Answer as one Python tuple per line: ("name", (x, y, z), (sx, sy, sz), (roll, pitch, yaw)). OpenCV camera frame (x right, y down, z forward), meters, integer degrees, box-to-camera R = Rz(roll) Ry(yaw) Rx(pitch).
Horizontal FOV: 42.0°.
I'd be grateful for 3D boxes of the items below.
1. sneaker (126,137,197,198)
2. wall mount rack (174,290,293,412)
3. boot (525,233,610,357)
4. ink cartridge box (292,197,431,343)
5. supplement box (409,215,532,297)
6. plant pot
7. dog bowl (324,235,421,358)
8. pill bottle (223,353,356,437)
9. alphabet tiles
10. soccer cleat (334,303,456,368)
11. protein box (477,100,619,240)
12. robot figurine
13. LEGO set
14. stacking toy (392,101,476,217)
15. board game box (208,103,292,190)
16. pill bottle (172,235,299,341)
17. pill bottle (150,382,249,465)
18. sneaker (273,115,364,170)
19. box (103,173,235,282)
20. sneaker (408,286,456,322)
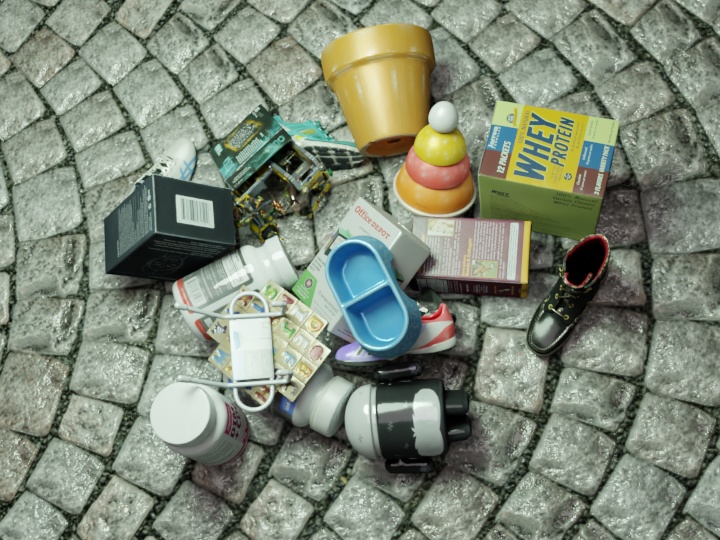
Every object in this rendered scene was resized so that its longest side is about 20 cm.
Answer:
("sneaker", (-0.369, -0.163, 1.719), (0.072, 0.073, 0.200), (28, 77, 18))
("wall mount rack", (-0.196, 0.115, 1.446), (0.173, 0.075, 0.201), (-3, 67, -10))
("boot", (0.333, 0.038, 1.496), (0.073, 0.151, 0.200), (38, 81, 18))
("ink cartridge box", (0.000, 0.000, 1.545), (0.200, 0.084, 0.145), (-54, 41, 6))
("supplement box", (0.184, -0.023, 1.575), (0.199, 0.086, 0.111), (3, 72, 10))
("plant pot", (0.043, -0.304, 1.642), (0.199, 0.200, 0.184), (-11, 81, 5))
("dog bowl", (0.014, 0.038, 1.438), (0.111, 0.050, 0.201), (-29, 78, 12))
("pill bottle", (-0.115, 0.185, 1.539), (0.199, 0.114, 0.114), (26, 77, 17))
("alphabet tiles", (-0.148, 0.114, 1.498), (0.200, 0.006, 0.167), (35, 83, 25))
("soccer cleat", (0.053, 0.105, 1.492), (0.199, 0.068, 0.073), (-11, 103, -7))
("protein box", (0.305, -0.159, 1.539), (0.198, 0.200, 0.135), (12, 74, 13))
("robot figurine", (0.075, 0.235, 1.489), (0.199, 0.125, 0.151), (-6, 61, 7))
("LEGO set", (-0.123, -0.126, 1.621), (0.200, 0.154, 0.116), (-40, 48, -13))
("stacking toy", (0.135, -0.196, 1.566), (0.145, 0.200, 0.147), (3, 48, -3))
("board game box", (-0.199, -0.221, 1.660), (0.135, 0.028, 0.200), (-42, 27, 3))
("pill bottle", (-0.209, 0.028, 1.606), (0.199, 0.116, 0.116), (-27, 70, -1))
("pill bottle", (-0.256, 0.244, 1.496), (0.113, 0.200, 0.114), (-3, 72, 8))
("sneaker", (-0.085, -0.238, 1.699), (0.199, 0.078, 0.080), (15, 66, 14))
("box", (-0.326, -0.066, 1.590), (0.200, 0.148, 0.107), (-30, 61, 46))
("sneaker", (0.055, 0.091, 1.572), (0.199, 0.067, 0.091), (-26, 61, 2))
